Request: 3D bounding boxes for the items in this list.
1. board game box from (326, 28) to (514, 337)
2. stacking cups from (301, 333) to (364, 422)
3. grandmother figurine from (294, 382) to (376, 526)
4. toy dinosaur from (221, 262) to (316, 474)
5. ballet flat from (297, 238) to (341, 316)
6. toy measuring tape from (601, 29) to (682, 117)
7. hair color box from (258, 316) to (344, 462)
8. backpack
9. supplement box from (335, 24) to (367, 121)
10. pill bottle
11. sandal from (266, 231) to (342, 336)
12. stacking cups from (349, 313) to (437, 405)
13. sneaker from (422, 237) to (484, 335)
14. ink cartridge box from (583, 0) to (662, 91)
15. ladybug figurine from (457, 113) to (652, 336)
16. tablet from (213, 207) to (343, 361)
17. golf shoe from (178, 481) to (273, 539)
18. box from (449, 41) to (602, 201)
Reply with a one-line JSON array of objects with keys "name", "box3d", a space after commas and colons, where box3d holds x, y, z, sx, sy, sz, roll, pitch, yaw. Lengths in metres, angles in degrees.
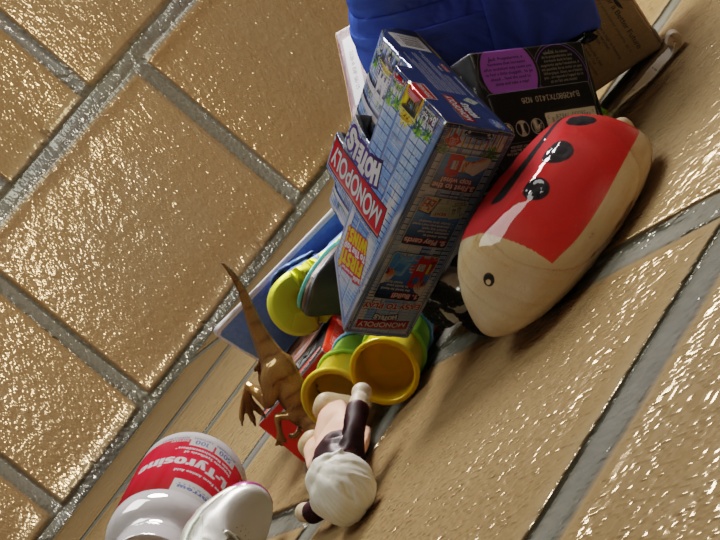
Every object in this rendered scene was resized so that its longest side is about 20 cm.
[{"name": "board game box", "box3d": [0.024, -0.061, 1.285, 0.200, 0.061, 0.201, 55, 132, 55]}, {"name": "stacking cups", "box3d": [0.002, 0.074, 1.496, 0.061, 0.060, 0.200, -47, 4, 26]}, {"name": "grandmother figurine", "box3d": [-0.016, 0.147, 1.293, 0.200, 0.060, 0.122, -107, 30, -78]}, {"name": "toy dinosaur", "box3d": [-0.076, 0.088, 1.477, 0.060, 0.201, 0.106, -26, -4, -34]}, {"name": "ballet flat", "box3d": [0.000, 0.000, 1.495, 0.073, 0.073, 0.200, -47, 1, 20]}, {"name": "toy measuring tape", "box3d": [0.189, -0.146, 1.437, 0.200, 0.073, 0.074, -49, 7, 13]}, {"name": "hair color box", "box3d": [-0.037, 0.100, 1.628, 0.102, 0.061, 0.200, -49, 6, 13]}, {"name": "backpack", "box3d": [0.079, -0.248, 1.406, 0.199, 0.169, 0.163, -21, 16, 6]}, {"name": "supplement box", "box3d": [0.068, -0.157, 1.589, 0.085, 0.200, 0.111, -25, 55, 22]}, {"name": "pill bottle", "box3d": [-0.176, 0.240, 1.563, 0.112, 0.112, 0.200, -48, 8, 18]}, {"name": "sandal", "box3d": [-0.017, -0.005, 1.633, 0.199, 0.080, 0.087, -27, 8, -20]}, {"name": "stacking cups", "box3d": [0.040, 0.051, 1.444, 0.061, 0.060, 0.200, -47, 4, 22]}, {"name": "sneaker", "box3d": [0.083, 0.001, 1.341, 0.080, 0.074, 0.200, -45, 20, -11]}, {"name": "ink cartridge box", "box3d": [0.154, -0.245, 1.525, 0.164, 0.201, 0.075, -33, 7, 8]}, {"name": "ladybug figurine", "box3d": [0.134, -0.043, 1.192, 0.200, 0.072, 0.136, -53, 15, -25]}, {"name": "tablet", "box3d": [-0.049, 0.015, 1.694, 0.200, 0.014, 0.130, -46, -37, 7]}, {"name": "golf shoe", "box3d": [-0.124, 0.261, 1.362, 0.091, 0.075, 0.201, -7, 44, 57]}, {"name": "box", "box3d": [0.097, -0.101, 1.375, 0.122, 0.107, 0.200, -10, -9, -32]}]
